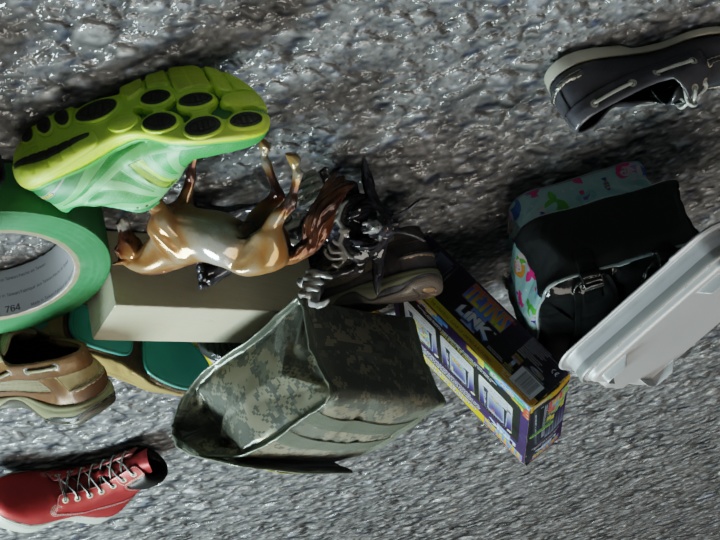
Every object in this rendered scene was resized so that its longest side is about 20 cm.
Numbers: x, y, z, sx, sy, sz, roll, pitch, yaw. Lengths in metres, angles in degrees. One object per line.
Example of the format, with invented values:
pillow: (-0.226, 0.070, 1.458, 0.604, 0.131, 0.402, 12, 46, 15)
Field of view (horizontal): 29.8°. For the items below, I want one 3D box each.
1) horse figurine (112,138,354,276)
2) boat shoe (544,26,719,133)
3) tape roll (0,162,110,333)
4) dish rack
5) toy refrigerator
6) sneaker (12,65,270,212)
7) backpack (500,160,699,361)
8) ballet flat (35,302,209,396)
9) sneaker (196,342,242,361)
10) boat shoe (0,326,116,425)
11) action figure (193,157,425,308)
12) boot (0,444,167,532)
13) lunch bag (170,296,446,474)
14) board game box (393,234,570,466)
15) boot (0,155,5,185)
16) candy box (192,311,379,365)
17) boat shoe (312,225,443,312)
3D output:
horse figurine: (-0.107, -0.043, 1.074, 0.198, 0.050, 0.133, 7, 117, 6)
boat shoe: (0.252, -0.151, 1.117, 0.199, 0.063, 0.073, -9, 152, -12)
tape roll: (-0.307, -0.013, 1.108, 0.199, 0.048, 0.201, -12, 152, -6)
dish rack: (0.286, 0.042, 1.222, 0.200, 0.044, 0.171, -44, 154, 22)
toy refrigerator: (-0.144, 0.019, 1.221, 0.199, 0.076, 0.070, 2, 148, -31)
sneaker: (-0.157, -0.093, 1.007, 0.199, 0.075, 0.084, -12, 146, 14)
backpack: (0.225, 0.004, 1.293, 0.176, 0.151, 0.201, -17, 143, -5)
ballet flat: (-0.230, 0.076, 1.309, 0.063, 0.069, 0.200, -18, 147, 34)
sneaker: (-0.070, 0.090, 1.341, 0.199, 0.074, 0.089, 5, 136, -20)
boat shoe: (-0.302, 0.081, 1.214, 0.199, 0.076, 0.074, 6, 121, 32)
action figure: (-0.043, -0.028, 1.142, 0.198, 0.120, 0.102, -7, -171, 0)
boot: (-0.322, 0.241, 1.557, 0.144, 0.073, 0.199, -33, 156, 31)
lunch bag: (-0.054, 0.125, 1.241, 0.200, 0.118, 0.163, -37, 149, 31)
board game box: (0.116, 0.081, 1.336, 0.057, 0.200, 0.166, -39, 157, -13)
boot: (-0.297, -0.038, 0.956, 0.131, 0.070, 0.200, -26, 118, 24)
candy box: (-0.077, 0.071, 1.404, 0.199, 0.027, 0.102, -19, 151, 7)
boat shoe: (0.000, 0.000, 1.267, 0.074, 0.074, 0.199, 1, 171, -44)
